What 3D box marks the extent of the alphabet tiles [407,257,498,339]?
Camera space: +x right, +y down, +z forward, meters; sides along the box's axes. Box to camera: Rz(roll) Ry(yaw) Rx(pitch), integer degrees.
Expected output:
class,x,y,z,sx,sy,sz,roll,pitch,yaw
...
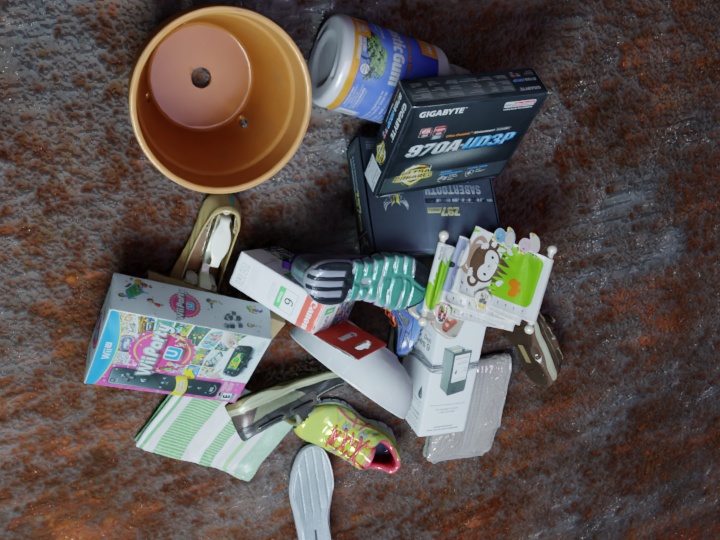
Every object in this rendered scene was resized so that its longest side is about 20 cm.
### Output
class,x,y,z,sx,sy,sz,roll,pitch,yaw
alphabet tiles,0.119,-0.014,1.101,0.199,0.015,0.197,34,62,-6

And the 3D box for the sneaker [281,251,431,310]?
class,x,y,z,sx,sy,sz,roll,pitch,yaw
sneaker,0.000,0.000,1.010,0.198,0.087,0.075,6,106,-39

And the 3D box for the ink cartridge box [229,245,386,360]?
class,x,y,z,sx,sy,sz,roll,pitch,yaw
ink cartridge box,-0.058,0.037,1.029,0.051,0.199,0.109,-65,162,15

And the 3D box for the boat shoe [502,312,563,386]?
class,x,y,z,sx,sy,sz,roll,pitch,yaw
boat shoe,0.282,0.094,1.309,0.075,0.074,0.204,-44,126,-27

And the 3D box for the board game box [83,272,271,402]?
class,x,y,z,sx,sy,sz,roll,pitch,yaw
board game box,-0.230,0.091,1.002,0.198,0.065,0.148,13,132,-23

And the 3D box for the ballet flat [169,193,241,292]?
class,x,y,z,sx,sy,sz,roll,pitch,yaw
ballet flat,-0.205,-0.005,1.035,0.068,0.063,0.202,11,110,-28

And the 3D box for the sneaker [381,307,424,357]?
class,x,y,z,sx,sy,sz,roll,pitch,yaw
sneaker,0.040,0.024,1.118,0.077,0.075,0.203,-6,75,-12

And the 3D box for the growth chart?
class,x,y,z,sx,sy,sz,roll,pitch,yaw
growth chart,0.173,0.011,1.065,0.198,0.018,0.147,8,92,-25

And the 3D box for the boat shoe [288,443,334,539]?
class,x,y,z,sx,sy,sz,roll,pitch,yaw
boat shoe,-0.084,0.373,1.276,0.073,0.067,0.203,0,93,-19

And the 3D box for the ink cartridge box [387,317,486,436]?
class,x,y,z,sx,sy,sz,roll,pitch,yaw
ink cartridge box,0.106,0.118,1.187,0.083,0.146,0.202,-2,114,-23

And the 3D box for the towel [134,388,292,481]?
class,x,y,z,sx,sy,sz,roll,pitch,yaw
towel,-0.205,0.230,1.161,0.199,0.023,0.153,27,110,-33

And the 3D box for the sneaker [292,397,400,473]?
class,x,y,z,sx,sy,sz,roll,pitch,yaw
sneaker,-0.012,0.263,1.238,0.198,0.090,0.079,22,106,-29

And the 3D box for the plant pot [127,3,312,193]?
class,x,y,z,sx,sy,sz,roll,pitch,yaw
plant pot,-0.168,-0.206,0.907,0.198,0.140,0.202,-10,118,-19

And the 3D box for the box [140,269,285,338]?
class,x,y,z,sx,sy,sz,roll,pitch,yaw
box,-0.225,0.085,1.060,0.198,0.021,0.164,20,128,-31

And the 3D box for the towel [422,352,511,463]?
class,x,y,z,sx,sy,sz,roll,pitch,yaw
towel,0.179,0.233,1.342,0.131,0.034,0.202,-3,115,-23

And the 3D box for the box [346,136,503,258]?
class,x,y,z,sx,sy,sz,roll,pitch,yaw
box,0.087,-0.098,1.078,0.198,0.051,0.160,-2,77,-22

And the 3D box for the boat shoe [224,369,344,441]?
class,x,y,z,sx,sy,sz,roll,pitch,yaw
boat shoe,-0.102,0.191,1.143,0.199,0.071,0.067,-12,86,-42

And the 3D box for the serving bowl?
class,x,y,z,sx,sy,sz,roll,pitch,yaw
serving bowl,-0.001,0.121,1.113,0.200,0.200,0.066,39,87,-33

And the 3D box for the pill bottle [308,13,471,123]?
class,x,y,z,sx,sy,sz,roll,pitch,yaw
pill bottle,0.042,-0.239,1.001,0.198,0.112,0.113,9,111,-28

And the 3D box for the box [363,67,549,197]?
class,x,y,z,sx,sy,sz,roll,pitch,yaw
box,0.115,-0.171,0.992,0.198,0.046,0.160,-11,150,-25
